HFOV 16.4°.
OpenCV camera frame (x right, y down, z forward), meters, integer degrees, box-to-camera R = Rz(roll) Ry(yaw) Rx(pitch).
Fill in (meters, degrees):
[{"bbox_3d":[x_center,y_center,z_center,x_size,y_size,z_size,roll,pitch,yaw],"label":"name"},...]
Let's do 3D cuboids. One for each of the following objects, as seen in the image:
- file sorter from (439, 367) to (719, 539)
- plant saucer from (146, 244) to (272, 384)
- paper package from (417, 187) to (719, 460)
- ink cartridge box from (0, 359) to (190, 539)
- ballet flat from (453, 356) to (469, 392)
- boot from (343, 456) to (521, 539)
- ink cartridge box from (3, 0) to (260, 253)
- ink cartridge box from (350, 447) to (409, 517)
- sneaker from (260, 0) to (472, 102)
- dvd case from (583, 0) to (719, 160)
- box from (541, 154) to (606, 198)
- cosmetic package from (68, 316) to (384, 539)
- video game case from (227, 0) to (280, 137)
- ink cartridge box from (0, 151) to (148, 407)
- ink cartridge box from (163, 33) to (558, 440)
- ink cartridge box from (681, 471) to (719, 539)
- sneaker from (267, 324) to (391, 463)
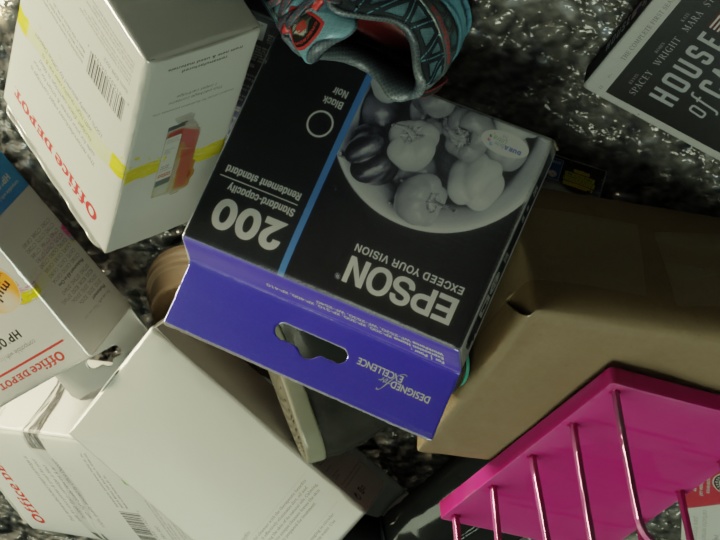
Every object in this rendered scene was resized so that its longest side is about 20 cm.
[{"bbox_3d":[0.168,0.176,1.640,0.139,0.126,0.200,15,142,-29],"label":"file sorter"},{"bbox_3d":[-0.073,0.054,1.844,0.200,0.030,0.200,21,150,13],"label":"plant saucer"},{"bbox_3d":[0.154,0.047,1.648,0.199,0.104,0.191,8,143,-21],"label":"paper package"},{"bbox_3d":[-0.199,0.143,1.972,0.200,0.084,0.146,6,141,34],"label":"ink cartridge box"},{"bbox_3d":[0.000,0.000,1.616,0.073,0.200,0.073,-21,153,-11],"label":"ballet flat"},{"bbox_3d":[0.047,0.169,1.870,0.200,0.066,0.165,-34,131,21],"label":"boot"},{"bbox_3d":[-0.149,-0.131,1.581,0.145,0.083,0.200,56,149,23],"label":"ink cartridge box"},{"bbox_3d":[-0.020,0.256,1.959,0.163,0.200,0.057,43,154,-28],"label":"ink cartridge box"},{"bbox_3d":[-0.023,-0.175,1.514,0.200,0.096,0.079,30,141,-13],"label":"sneaker"},{"bbox_3d":[0.256,-0.114,1.524,0.200,0.025,0.150,26,142,-9],"label":"dvd case"},{"bbox_3d":[0.079,-0.015,1.711,0.137,0.040,0.200,19,143,2],"label":"box"},{"bbox_3d":[-0.095,0.134,1.791,0.200,0.085,0.108,42,105,2],"label":"cosmetic package"},{"bbox_3d":[-0.048,-0.099,1.683,0.143,0.019,0.200,21,144,-1],"label":"video game case"},{"bbox_3d":[-0.253,0.021,1.837,0.115,0.068,0.200,-28,107,39],"label":"ink cartridge box"},{"bbox_3d":[-0.005,-0.023,1.559,0.198,0.200,0.043,22,175,16],"label":"ink cartridge box"},{"bbox_3d":[0.331,0.152,1.768,0.199,0.086,0.148,10,142,14],"label":"ink cartridge box"},{"bbox_3d":[-0.022,0.023,1.734,0.075,0.106,0.201,-178,69,-79],"label":"sneaker"}]
